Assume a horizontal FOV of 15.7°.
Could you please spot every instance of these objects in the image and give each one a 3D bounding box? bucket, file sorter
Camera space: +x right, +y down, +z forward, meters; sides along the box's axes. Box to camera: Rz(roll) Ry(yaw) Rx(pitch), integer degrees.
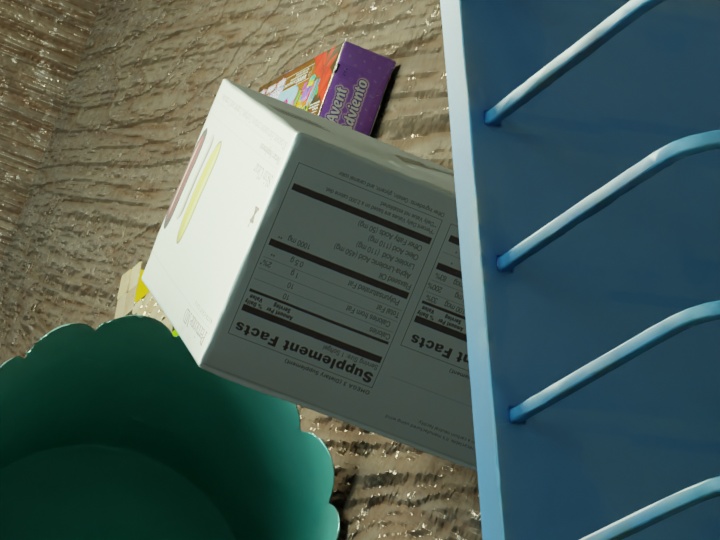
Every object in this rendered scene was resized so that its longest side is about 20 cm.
[{"bbox_3d":[-0.125,0.139,1.379,0.135,0.207,0.207,122,163,-55],"label":"bucket"},{"bbox_3d":[0.116,-0.011,0.741,0.123,0.139,0.200,-36,52,57],"label":"file sorter"}]

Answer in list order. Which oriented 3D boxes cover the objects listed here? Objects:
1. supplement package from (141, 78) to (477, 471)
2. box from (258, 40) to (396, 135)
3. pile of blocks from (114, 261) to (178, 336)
[{"bbox_3d":[0.000,0.000,1.198,0.200,0.156,0.111,-140,72,-74],"label":"supplement package"},{"bbox_3d":[-0.044,-0.065,1.677,0.200,0.039,0.137,165,125,-72],"label":"box"},{"bbox_3d":[-0.098,0.034,1.693,0.082,0.062,0.200,-56,26,1],"label":"pile of blocks"}]
